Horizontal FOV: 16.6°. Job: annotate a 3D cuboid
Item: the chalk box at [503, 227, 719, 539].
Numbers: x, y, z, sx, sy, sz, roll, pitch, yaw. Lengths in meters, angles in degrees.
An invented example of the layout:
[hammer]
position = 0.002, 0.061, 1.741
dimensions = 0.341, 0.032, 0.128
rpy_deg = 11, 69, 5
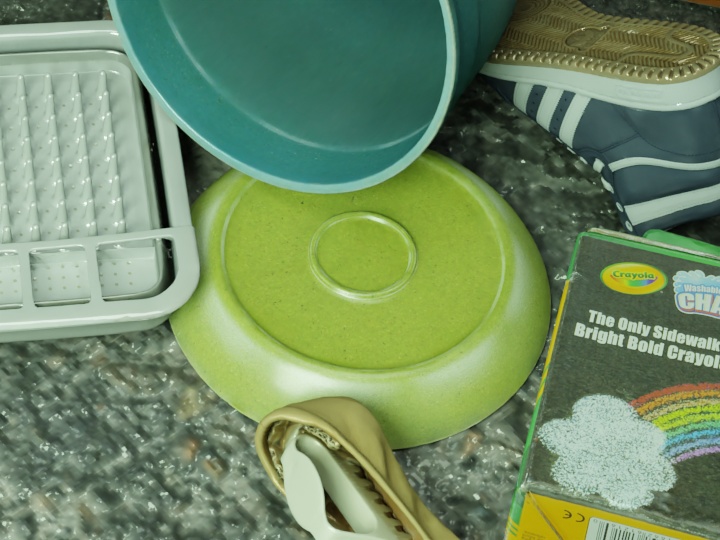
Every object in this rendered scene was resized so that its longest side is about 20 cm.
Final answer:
[chalk box]
position = 0.144, 0.070, 1.162
dimensions = 0.124, 0.124, 0.200
rpy_deg = 14, 51, 6

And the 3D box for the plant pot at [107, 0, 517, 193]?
[plant pot]
position = 0.001, -0.171, 1.271
dimensions = 0.200, 0.201, 0.188
rpy_deg = 28, 41, 15

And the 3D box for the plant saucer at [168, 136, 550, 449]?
[plant saucer]
position = 0.000, 0.000, 1.258
dimensions = 0.199, 0.031, 0.201
rpy_deg = 3, 52, -4

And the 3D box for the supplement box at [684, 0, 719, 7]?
[supplement box]
position = 0.206, -0.249, 1.451
dimensions = 0.069, 0.067, 0.200
rpy_deg = 12, 51, 7

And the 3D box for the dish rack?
[dish rack]
position = -0.175, -0.040, 1.261
dimensions = 0.171, 0.044, 0.201
rpy_deg = -5, 53, -9

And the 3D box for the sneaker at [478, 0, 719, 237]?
[sneaker]
position = 0.124, -0.082, 1.320
dimensions = 0.070, 0.109, 0.200
rpy_deg = -37, 34, -26

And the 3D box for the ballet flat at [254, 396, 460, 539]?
[ballet flat]
position = 0.011, 0.137, 1.128
dimensions = 0.063, 0.069, 0.200
rpy_deg = 7, 34, -45
